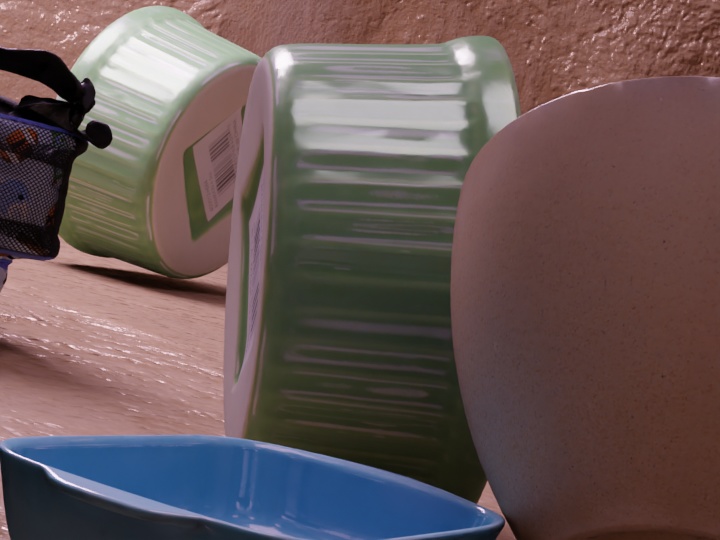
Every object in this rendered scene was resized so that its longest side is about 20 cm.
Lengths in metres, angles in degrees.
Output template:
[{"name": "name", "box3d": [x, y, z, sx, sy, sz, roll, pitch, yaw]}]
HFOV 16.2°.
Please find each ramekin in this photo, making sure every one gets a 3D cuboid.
[{"name": "ramekin", "box3d": [0.000, 0.000, 1.038, 0.097, 0.201, 0.200, 4, 4, -8]}, {"name": "ramekin", "box3d": [-0.141, -0.092, 1.928, 0.097, 0.201, 0.200, 23, 8, 30]}]

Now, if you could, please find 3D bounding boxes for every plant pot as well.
[{"name": "plant pot", "box3d": [0.117, 0.049, 0.847, 0.199, 0.135, 0.201, 11, -33, 7]}]

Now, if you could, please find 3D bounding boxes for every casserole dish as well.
[{"name": "casserole dish", "box3d": [-0.033, 0.084, 0.794, 0.121, 0.039, 0.200, 14, 3, 25]}]

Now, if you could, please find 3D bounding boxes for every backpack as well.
[{"name": "backpack", "box3d": [-0.263, -0.056, 1.319, 0.190, 0.155, 0.200, 20, -8, -35]}]
